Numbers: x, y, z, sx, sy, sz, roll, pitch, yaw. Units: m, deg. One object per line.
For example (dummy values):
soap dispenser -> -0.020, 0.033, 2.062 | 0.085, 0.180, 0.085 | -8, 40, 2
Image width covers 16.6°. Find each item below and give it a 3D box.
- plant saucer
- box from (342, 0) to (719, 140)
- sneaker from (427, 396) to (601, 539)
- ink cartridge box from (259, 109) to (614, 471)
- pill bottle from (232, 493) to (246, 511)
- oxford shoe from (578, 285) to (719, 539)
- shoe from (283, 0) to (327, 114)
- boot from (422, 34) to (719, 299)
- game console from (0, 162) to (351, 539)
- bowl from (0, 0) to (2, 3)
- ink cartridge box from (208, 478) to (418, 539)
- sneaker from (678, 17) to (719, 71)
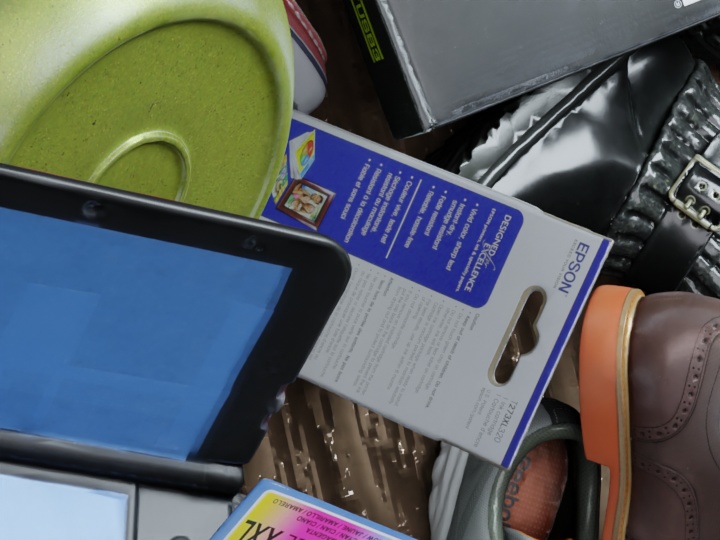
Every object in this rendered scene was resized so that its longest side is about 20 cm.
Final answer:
plant saucer -> -0.090, -0.031, 0.873 | 0.031, 0.200, 0.200 | 36, 72, 30
box -> 0.071, -0.175, 0.979 | 0.199, 0.047, 0.194 | -21, 92, -17
sneaker -> 0.056, 0.146, 1.002 | 0.074, 0.079, 0.201 | 10, 83, -17
ink cartridge box -> 0.000, 0.000, 0.953 | 0.199, 0.037, 0.095 | 23, 87, 32
pill bottle -> -0.071, 0.137, 0.947 | 0.199, 0.113, 0.114 | 17, 80, -14
oxford shoe -> 0.136, 0.098, 0.994 | 0.072, 0.071, 0.201 | 1, 126, 20
shoe -> -0.062, -0.161, 1.002 | 0.091, 0.071, 0.200 | -43, 97, -17
boot -> 0.104, -0.006, 1.031 | 0.211, 0.079, 0.158 | -43, 97, -16
game console -> -0.113, 0.070, 0.811 | 0.199, 0.119, 0.173 | 12, 66, -26
bowl -> -0.157, -0.085, 0.898 | 0.039, 0.201, 0.201 | 46, 74, -8
ink cartridge box -> -0.048, 0.187, 0.793 | 0.200, 0.076, 0.137 | -49, 141, -38
sneaker -> 0.135, -0.177, 1.070 | 0.200, 0.076, 0.091 | 46, 63, -12
